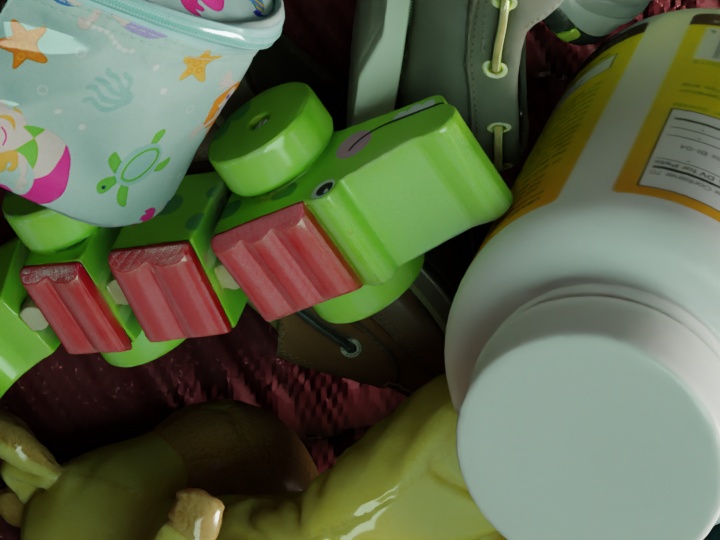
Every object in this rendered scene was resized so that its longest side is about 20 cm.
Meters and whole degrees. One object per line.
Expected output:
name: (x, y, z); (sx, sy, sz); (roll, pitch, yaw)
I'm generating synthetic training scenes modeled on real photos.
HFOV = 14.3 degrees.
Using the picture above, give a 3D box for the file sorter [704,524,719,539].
file sorter: (0.190, 0.064, 0.918); (0.122, 0.139, 0.200); (30, 65, 2)

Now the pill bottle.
pill bottle: (0.090, 0.006, 0.864); (0.109, 0.200, 0.110); (8, 120, 15)

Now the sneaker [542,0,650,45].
sneaker: (0.045, -0.157, 0.875); (0.076, 0.076, 0.200); (-31, 132, 18)

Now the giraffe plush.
giraffe plush: (-0.041, 0.104, 0.938); (0.199, 0.162, 0.174); (-11, 110, -33)

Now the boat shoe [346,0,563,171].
boat shoe: (0.036, -0.098, 0.827); (0.060, 0.072, 0.202); (7, 145, -5)

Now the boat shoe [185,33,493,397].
boat shoe: (0.000, 0.000, 0.950); (0.068, 0.072, 0.200); (-32, 117, 25)

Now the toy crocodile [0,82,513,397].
toy crocodile: (-0.047, -0.005, 0.866); (0.199, 0.062, 0.068); (-14, 124, 28)

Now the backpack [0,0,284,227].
backpack: (-0.117, -0.106, 0.797); (0.199, 0.178, 0.151); (28, 109, -30)
